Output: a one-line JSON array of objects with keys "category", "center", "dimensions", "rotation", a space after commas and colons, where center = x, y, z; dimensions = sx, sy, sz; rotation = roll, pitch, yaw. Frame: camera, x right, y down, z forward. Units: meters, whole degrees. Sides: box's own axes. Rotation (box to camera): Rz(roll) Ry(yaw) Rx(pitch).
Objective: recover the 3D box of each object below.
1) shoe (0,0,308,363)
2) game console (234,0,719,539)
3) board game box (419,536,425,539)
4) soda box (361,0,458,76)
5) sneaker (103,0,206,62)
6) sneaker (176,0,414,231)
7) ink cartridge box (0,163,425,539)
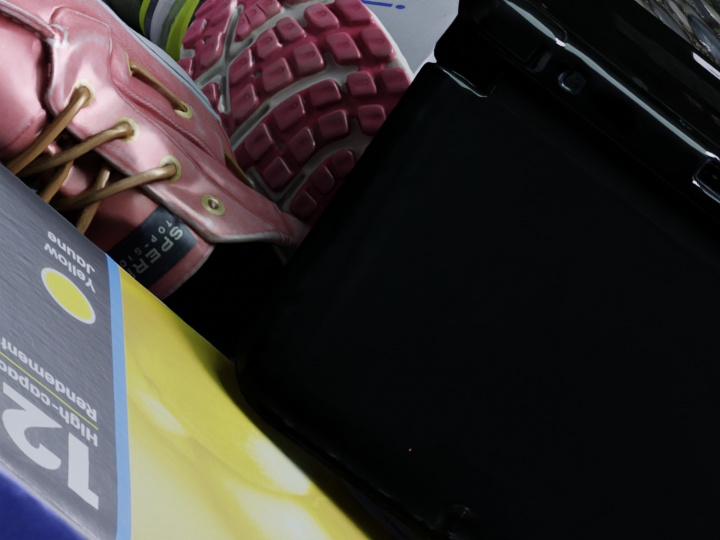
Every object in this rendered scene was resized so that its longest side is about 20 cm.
[{"category": "shoe", "center": [-0.078, -0.033, 0.751], "dimensions": [0.091, 0.071, 0.200], "rotation": [50, 9, 28]}, {"category": "game console", "center": [0.079, 0.015, 0.791], "dimensions": [0.200, 0.116, 0.176], "rotation": [37, 18, -10]}, {"category": "board game box", "center": [0.103, 0.091, 0.810], "dimensions": [0.165, 0.057, 0.200], "rotation": [-19, 76, -42]}, {"category": "soda box", "center": [0.021, -0.088, 1.019], "dimensions": [0.200, 0.068, 0.064], "rotation": [-56, 149, -54]}, {"category": "sneaker", "center": [-0.046, -0.141, 1.033], "dimensions": [0.081, 0.074, 0.200], "rotation": [31, 32, 7]}, {"category": "sneaker", "center": [0.000, 0.000, 0.893], "dimensions": [0.075, 0.080, 0.200], "rotation": [32, 35, -85]}, {"category": "ink cartridge box", "center": [-0.050, 0.069, 0.648], "dimensions": [0.198, 0.047, 0.200], "rotation": [43, 14, -25]}]
